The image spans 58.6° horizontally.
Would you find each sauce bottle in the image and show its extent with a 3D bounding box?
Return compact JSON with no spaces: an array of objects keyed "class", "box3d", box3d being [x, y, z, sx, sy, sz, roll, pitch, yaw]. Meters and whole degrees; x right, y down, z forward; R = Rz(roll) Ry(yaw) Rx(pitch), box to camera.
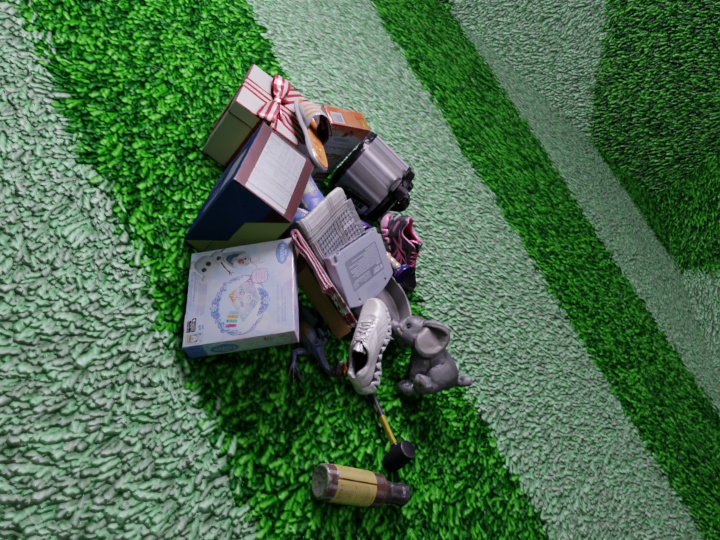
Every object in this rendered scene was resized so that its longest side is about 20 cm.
[{"class":"sauce bottle","box3d":[0.005,0.394,1.158,0.197,0.065,0.066,23,44,-32]}]

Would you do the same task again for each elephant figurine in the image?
[{"class":"elephant figurine","box3d":[0.134,0.158,1.385,0.153,0.140,0.205,-3,85,-45]}]

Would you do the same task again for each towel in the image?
[{"class":"towel","box3d":[-0.067,0.021,1.219,0.145,0.023,0.201,57,-2,28]},{"class":"towel","box3d":[-0.044,-0.068,1.412,0.195,0.034,0.200,61,37,-16]}]

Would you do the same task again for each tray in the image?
[{"class":"tray","box3d":[-0.087,0.039,1.282,0.201,0.037,0.099,60,0,-41]}]

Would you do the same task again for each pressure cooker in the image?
[{"class":"pressure cooker","box3d":[0.044,-0.225,1.625,0.200,0.178,0.177,42,35,-9]}]

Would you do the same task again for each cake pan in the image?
[{"class":"cake pan","box3d":[0.035,0.076,1.478,0.198,0.037,0.203,28,42,-28]}]

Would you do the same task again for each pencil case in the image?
[{"class":"pencil case","box3d":[-0.115,-0.156,1.483,0.086,0.078,0.202,-33,84,-24]}]

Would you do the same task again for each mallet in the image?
[{"class":"mallet","box3d":[0.040,0.308,1.297,0.041,0.066,0.201,5,41,-44]}]

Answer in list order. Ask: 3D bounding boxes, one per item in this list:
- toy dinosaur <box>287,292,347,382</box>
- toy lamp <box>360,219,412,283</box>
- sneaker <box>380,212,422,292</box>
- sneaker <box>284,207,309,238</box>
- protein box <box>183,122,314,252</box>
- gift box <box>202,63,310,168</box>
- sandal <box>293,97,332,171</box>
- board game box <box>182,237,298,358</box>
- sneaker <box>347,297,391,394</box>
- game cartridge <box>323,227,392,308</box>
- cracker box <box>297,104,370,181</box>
[{"class":"toy dinosaur","box3d":[-0.089,0.124,1.272,0.183,0.104,0.201,53,24,-24]},{"class":"toy lamp","box3d":[0.041,-0.052,1.544,0.058,0.059,0.200,-7,46,-48]},{"class":"sneaker","box3d":[0.113,-0.043,1.571,0.079,0.094,0.204,-30,111,-48]},{"class":"sneaker","box3d":[-0.113,-0.060,1.401,0.200,0.075,0.078,43,40,-18]},{"class":"protein box","box3d":[-0.215,-0.138,1.264,0.134,0.198,0.202,36,39,-19]},{"class":"gift box","box3d":[-0.212,-0.321,1.434,0.198,0.186,0.187,29,42,-24]},{"class":"sandal","box3d":[-0.086,-0.295,1.360,0.079,0.059,0.209,41,24,-51]},{"class":"board game box","box3d":[-0.209,0.046,1.144,0.044,0.194,0.203,75,8,-54]},{"class":"sneaker","box3d":[0.014,0.146,1.314,0.081,0.074,0.204,47,45,-53]},{"class":"game cartridge","box3d":[0.000,0.000,1.402,0.199,0.040,0.136,-35,106,-52]},{"class":"cracker box","box3d":[-0.088,-0.298,1.531,0.132,0.199,0.059,-4,62,-46]}]
